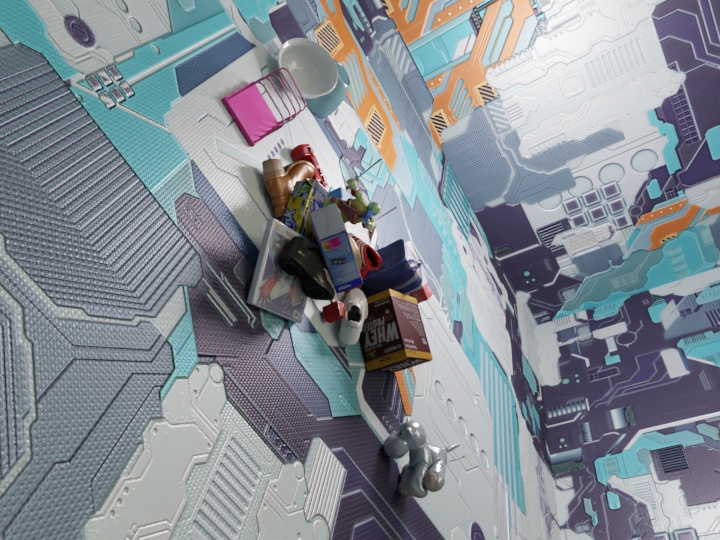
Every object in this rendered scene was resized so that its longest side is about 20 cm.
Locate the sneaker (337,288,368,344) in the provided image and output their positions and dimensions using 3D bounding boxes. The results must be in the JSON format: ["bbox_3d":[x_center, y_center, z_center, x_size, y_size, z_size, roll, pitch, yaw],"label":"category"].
[{"bbox_3d":[-0.010,0.108,1.594,0.200,0.075,0.100,-82,-174,-51],"label":"sneaker"}]

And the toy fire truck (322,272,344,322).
[{"bbox_3d":[-0.109,0.024,1.511,0.141,0.049,0.200,31,41,-56],"label":"toy fire truck"}]

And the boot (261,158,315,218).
[{"bbox_3d":[-0.181,-0.211,1.554,0.200,0.074,0.155,-9,84,-53],"label":"boot"}]

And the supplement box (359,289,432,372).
[{"bbox_3d":[0.095,0.184,1.720,0.197,0.133,0.200,21,51,-59],"label":"supplement box"}]

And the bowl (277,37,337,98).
[{"bbox_3d":[-0.179,-0.622,1.842,0.201,0.090,0.202,8,71,-25],"label":"bowl"}]

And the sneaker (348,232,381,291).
[{"bbox_3d":[0.000,0.000,1.631,0.078,0.115,0.200,-36,139,-27],"label":"sneaker"}]

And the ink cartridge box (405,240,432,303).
[{"bbox_3d":[0.131,0.021,1.920,0.200,0.145,0.083,67,23,-3],"label":"ink cartridge box"}]

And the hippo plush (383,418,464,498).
[{"bbox_3d":[0.151,0.484,1.534,0.161,0.200,0.159,56,3,-8],"label":"hippo plush"}]

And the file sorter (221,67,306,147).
[{"bbox_3d":[-0.245,-0.445,1.552,0.139,0.125,0.200,59,25,-20],"label":"file sorter"}]

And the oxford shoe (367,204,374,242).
[{"bbox_3d":[0.015,-0.130,1.896,0.071,0.072,0.200,35,40,-52],"label":"oxford shoe"}]

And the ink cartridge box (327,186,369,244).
[{"bbox_3d":[-0.043,-0.126,1.753,0.146,0.086,0.200,37,40,-49],"label":"ink cartridge box"}]

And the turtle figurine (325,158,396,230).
[{"bbox_3d":[-0.014,-0.179,1.614,0.144,0.193,0.200,54,41,-44],"label":"turtle figurine"}]

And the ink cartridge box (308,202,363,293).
[{"bbox_3d":[-0.056,-0.042,1.428,0.137,0.076,0.200,-112,-178,-51],"label":"ink cartridge box"}]

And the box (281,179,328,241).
[{"bbox_3d":[-0.150,-0.127,1.463,0.064,0.070,0.200,40,59,-47],"label":"box"}]

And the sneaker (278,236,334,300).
[{"bbox_3d":[-0.111,-0.002,1.365,0.200,0.076,0.091,56,40,-45],"label":"sneaker"}]

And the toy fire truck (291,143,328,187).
[{"bbox_3d":[-0.155,-0.269,1.687,0.200,0.049,0.141,65,25,-3],"label":"toy fire truck"}]

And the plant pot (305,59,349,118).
[{"bbox_3d":[-0.116,-0.639,1.984,0.200,0.135,0.200,47,31,-40],"label":"plant pot"}]

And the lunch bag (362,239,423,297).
[{"bbox_3d":[0.100,0.008,1.799,0.132,0.200,0.136,55,22,-30],"label":"lunch bag"}]

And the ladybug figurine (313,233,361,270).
[{"bbox_3d":[-0.082,-0.060,1.569,0.200,0.136,0.072,49,46,4],"label":"ladybug figurine"}]

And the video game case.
[{"bbox_3d":[-0.174,0.005,1.349,0.182,0.023,0.201,32,66,-53],"label":"video game case"}]
